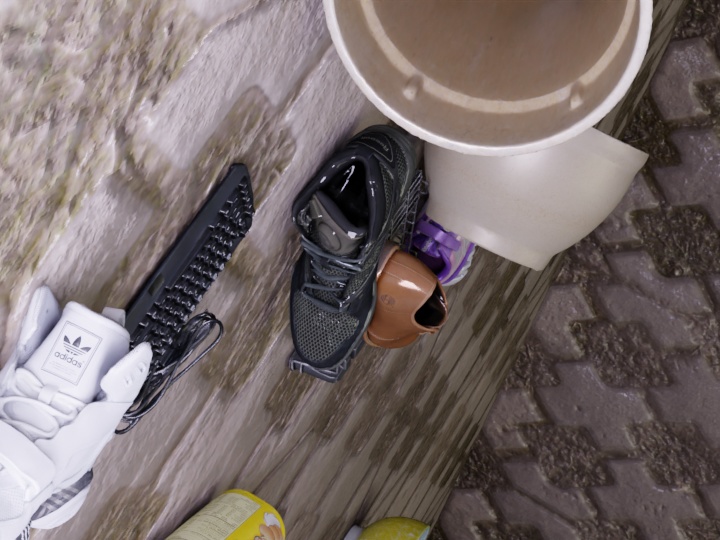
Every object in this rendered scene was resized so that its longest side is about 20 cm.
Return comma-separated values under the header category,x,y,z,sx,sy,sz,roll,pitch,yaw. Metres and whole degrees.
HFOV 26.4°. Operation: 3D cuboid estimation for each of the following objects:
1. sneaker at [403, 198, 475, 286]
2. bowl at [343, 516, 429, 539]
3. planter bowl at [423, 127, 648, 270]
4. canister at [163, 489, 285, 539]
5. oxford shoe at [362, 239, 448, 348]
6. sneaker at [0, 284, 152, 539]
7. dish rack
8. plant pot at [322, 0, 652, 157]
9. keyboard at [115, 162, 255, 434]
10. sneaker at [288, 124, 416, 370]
category,x,y,z,sx,sy,sz,roll,pitch,yaw
sneaker,0.094,-0.055,1.588,0.088,0.080,0.202,-33,152,-52
bowl,0.017,0.464,2.428,0.201,0.107,0.201,-57,168,-18
planter bowl,0.136,-0.084,1.350,0.136,0.199,0.200,-65,168,8
canister,-0.144,0.277,1.293,0.150,0.086,0.200,-64,170,15
oxford shoe,0.041,0.036,1.311,0.072,0.071,0.200,-62,168,-10
sneaker,-0.163,0.072,0.730,0.116,0.075,0.200,-63,174,7
dish rack,0.000,0.000,1.349,0.154,0.054,0.201,-57,166,-29
plant pot,0.095,-0.206,0.972,0.184,0.198,0.202,-65,176,-52
keyboard,-0.113,0.035,0.950,0.201,0.039,0.104,-56,167,-22
sneaker,-0.023,-0.009,1.170,0.114,0.076,0.201,-33,147,-64
